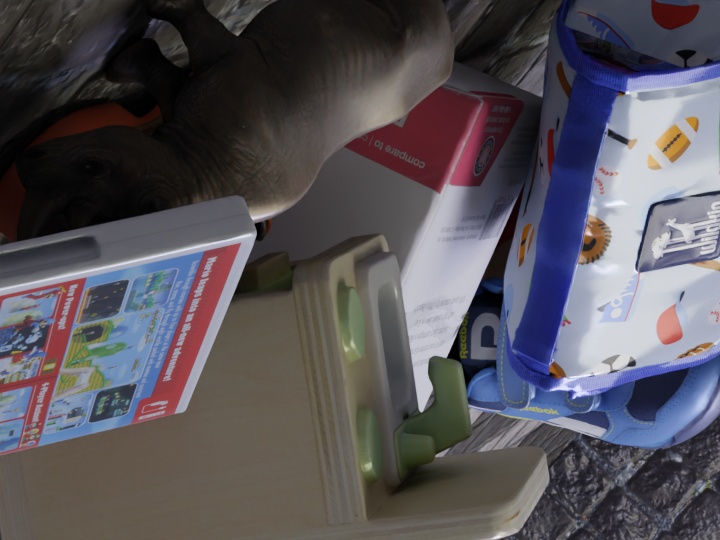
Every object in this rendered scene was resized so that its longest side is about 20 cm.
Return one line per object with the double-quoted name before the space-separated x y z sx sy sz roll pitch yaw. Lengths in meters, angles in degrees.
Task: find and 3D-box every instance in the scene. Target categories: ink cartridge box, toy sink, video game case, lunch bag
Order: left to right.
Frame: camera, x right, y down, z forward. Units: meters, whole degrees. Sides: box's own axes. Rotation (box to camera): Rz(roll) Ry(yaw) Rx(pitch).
"video game case" -0.142 0.034 0.877 0.199 0.017 0.143 -12 156 -21
"toy sink" -0.035 0.050 1.043 0.199 0.112 0.130 -7 -174 12
"ink cartridge box" 0.000 0.000 1.190 0.201 0.085 0.146 -68 165 8
"lunch bag" 0.133 -0.056 1.164 0.200 0.124 0.170 -43 149 -51

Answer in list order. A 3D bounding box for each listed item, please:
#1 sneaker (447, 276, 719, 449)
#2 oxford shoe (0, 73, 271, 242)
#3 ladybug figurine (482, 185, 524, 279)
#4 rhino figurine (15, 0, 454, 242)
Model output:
"sneaker" 0.096 0.042 1.267 0.200 0.082 0.074 -3 -108 50
"oxford shoe" -0.062 -0.030 1.012 0.071 0.073 0.200 -55 167 30
"ladybug figurine" 0.122 -0.019 1.387 0.135 0.072 0.200 -10 166 -19
"rhino figurine" -0.045 -0.059 0.930 0.200 0.087 0.060 -39 167 -31
